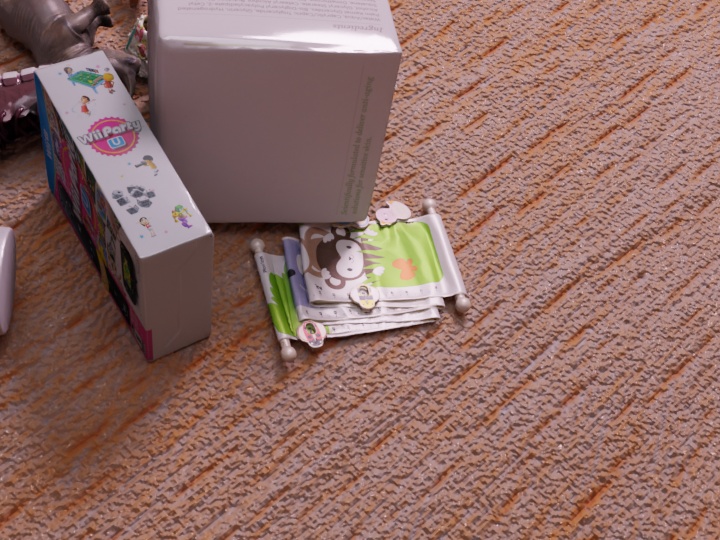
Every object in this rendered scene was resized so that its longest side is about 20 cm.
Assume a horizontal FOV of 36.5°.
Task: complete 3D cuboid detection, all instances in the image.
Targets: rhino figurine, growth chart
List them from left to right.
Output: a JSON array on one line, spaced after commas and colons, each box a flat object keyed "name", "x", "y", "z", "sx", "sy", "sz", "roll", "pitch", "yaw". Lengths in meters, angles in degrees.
[{"name": "rhino figurine", "x": -0.276, "y": -0.222, "z": 1.035, "sx": 0.087, "sy": 0.060, "sz": 0.200, "roll": -40, "pitch": 70, "yaw": -11}, {"name": "growth chart", "x": 0.000, "y": 0.000, "z": 0.965, "sx": 0.197, "sy": 0.018, "sz": 0.146, "roll": -12, "pitch": 57, "yaw": -22}]

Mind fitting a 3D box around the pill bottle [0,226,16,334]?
[{"name": "pill bottle", "x": -0.366, "y": 0.000, "z": 0.822, "sx": 0.197, "sy": 0.113, "sz": 0.113, "roll": 3, "pitch": 54, "yaw": -11}]

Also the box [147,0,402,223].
[{"name": "box", "x": -0.085, "y": -0.168, "z": 0.948, "sx": 0.197, "sy": 0.200, "sz": 0.173, "roll": 0, "pitch": 49, "yaw": -12}]

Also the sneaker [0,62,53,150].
[{"name": "sneaker", "x": -0.307, "y": -0.116, "z": 0.953, "sx": 0.197, "sy": 0.076, "sz": 0.117, "roll": 0, "pitch": 59, "yaw": 0}]

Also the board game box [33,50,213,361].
[{"name": "board game box", "x": -0.190, "y": -0.051, "z": 0.877, "sx": 0.064, "sy": 0.148, "sz": 0.201, "roll": -22, "pitch": 61, "yaw": -23}]

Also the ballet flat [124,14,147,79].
[{"name": "ballet flat", "x": -0.133, "y": -0.229, "z": 1.072, "sx": 0.198, "sy": 0.064, "sz": 0.076, "roll": -14, "pitch": 58, "yaw": -22}]
